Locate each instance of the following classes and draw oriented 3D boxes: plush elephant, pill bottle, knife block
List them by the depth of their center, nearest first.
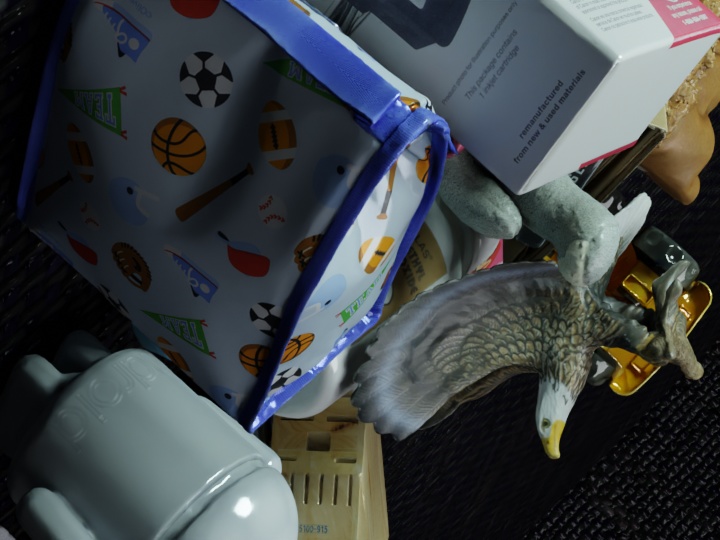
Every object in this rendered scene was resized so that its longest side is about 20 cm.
[{"bbox_3d":[0.062,-0.107,1.168,0.154,0.200,0.165,7,110,-47],"label":"plush elephant"},{"bbox_3d":[0.000,0.000,1.304,0.200,0.114,0.115,-36,160,-41],"label":"pill bottle"},{"bbox_3d":[-0.016,0.169,1.376,0.176,0.064,0.201,57,35,-73],"label":"knife block"}]

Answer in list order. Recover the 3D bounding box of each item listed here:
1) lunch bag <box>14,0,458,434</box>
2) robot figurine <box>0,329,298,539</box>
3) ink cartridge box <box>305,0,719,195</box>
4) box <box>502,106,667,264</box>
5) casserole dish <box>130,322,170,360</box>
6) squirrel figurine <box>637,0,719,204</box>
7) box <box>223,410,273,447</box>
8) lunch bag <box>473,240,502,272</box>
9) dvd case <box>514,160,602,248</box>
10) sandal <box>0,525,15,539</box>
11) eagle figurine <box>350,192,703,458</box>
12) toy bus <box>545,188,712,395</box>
[{"bbox_3d":[-0.054,-0.056,0.906,0.124,0.170,0.200,-43,165,-32],"label":"lunch bag"},{"bbox_3d":[-0.115,0.123,1.114,0.169,0.200,0.113,-33,159,-48],"label":"robot figurine"},{"bbox_3d":[0.053,-0.141,0.946,0.084,0.200,0.145,-53,165,28],"label":"ink cartridge box"},{"bbox_3d":[0.141,-0.117,1.321,0.164,0.021,0.201,-49,-151,44],"label":"box"},{"bbox_3d":[-0.074,-0.018,1.115,0.121,0.039,0.200,-33,148,-22],"label":"casserole dish"},{"bbox_3d":[0.241,-0.174,1.532,0.187,0.141,0.200,-56,167,1],"label":"squirrel figurine"},{"bbox_3d":[-0.074,0.132,1.431,0.032,0.122,0.200,-5,160,-2],"label":"box"},{"bbox_3d":[0.049,-0.005,1.494,0.200,0.082,0.176,-38,161,-35],"label":"lunch bag"},{"bbox_3d":[0.128,-0.127,1.296,0.151,0.025,0.200,-56,-155,26],"label":"dvd case"},{"bbox_3d":[-0.237,0.215,1.291,0.079,0.059,0.207,-60,151,-31],"label":"sandal"},{"bbox_3d":[0.104,0.045,1.257,0.151,0.199,0.152,-70,153,-46],"label":"eagle figurine"},{"bbox_3d":[0.188,0.002,1.702,0.136,0.200,0.192,-49,173,3],"label":"toy bus"}]
